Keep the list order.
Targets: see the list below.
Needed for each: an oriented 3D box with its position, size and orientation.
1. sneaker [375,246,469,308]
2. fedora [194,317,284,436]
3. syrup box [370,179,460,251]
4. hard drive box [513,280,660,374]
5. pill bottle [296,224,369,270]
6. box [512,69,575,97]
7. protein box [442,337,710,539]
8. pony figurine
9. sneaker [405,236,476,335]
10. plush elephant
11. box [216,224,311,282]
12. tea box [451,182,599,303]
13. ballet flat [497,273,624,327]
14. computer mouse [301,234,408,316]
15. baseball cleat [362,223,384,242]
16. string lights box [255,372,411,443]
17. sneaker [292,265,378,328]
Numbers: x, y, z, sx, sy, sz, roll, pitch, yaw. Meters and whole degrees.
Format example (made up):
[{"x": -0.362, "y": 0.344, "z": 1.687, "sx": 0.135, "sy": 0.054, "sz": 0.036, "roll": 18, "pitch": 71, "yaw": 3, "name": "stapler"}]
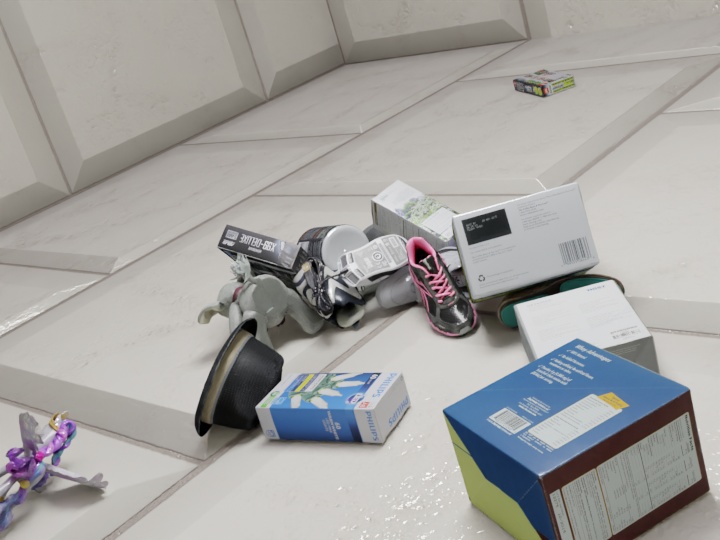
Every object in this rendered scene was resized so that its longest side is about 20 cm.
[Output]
[{"x": 0.130, "y": 0.017, "z": 1.707, "sx": 0.200, "sy": 0.075, "sz": 0.115, "roll": -24, "pitch": 19, "yaw": -24, "name": "sneaker"}, {"x": -0.175, "y": 0.176, "z": 1.483, "sx": 0.092, "sy": 0.201, "sz": 0.201, "roll": 21, "pitch": 29, "yaw": 6, "name": "fedora"}, {"x": 0.119, "y": -0.089, "z": 1.865, "sx": 0.200, "sy": 0.081, "sz": 0.079, "roll": 32, "pitch": 56, "yaw": 33, "name": "syrup box"}, {"x": 0.312, "y": 0.100, "z": 1.352, "sx": 0.156, "sy": 0.077, "sz": 0.200, "roll": -15, "pitch": 21, "yaw": 6, "name": "hard drive box"}, {"x": -0.065, "y": -0.037, "z": 1.931, "sx": 0.106, "sy": 0.106, "sz": 0.200, "roll": -26, "pitch": 11, "yaw": -21, "name": "pill bottle"}, {"x": 0.552, "y": -0.567, "z": 2.906, "sx": 0.110, "sy": 0.035, "sz": 0.200, "roll": -21, "pitch": 21, "yaw": -9, "name": "box"}, {"x": 0.238, "y": 0.199, "z": 1.078, "sx": 0.200, "sy": 0.135, "sz": 0.199, "roll": -25, "pitch": 22, "yaw": -19, "name": "protein box"}, {"x": -0.491, "y": 0.292, "z": 1.433, "sx": 0.200, "sy": 0.167, "sz": 0.193, "roll": -45, "pitch": 23, "yaw": -23, "name": "pony figurine"}, {"x": 0.125, "y": 0.021, "z": 1.599, "sx": 0.079, "sy": 0.095, "sz": 0.200, "roll": -28, "pitch": 51, "yaw": -2, "name": "sneaker"}, {"x": -0.199, "y": 0.069, "z": 1.738, "sx": 0.165, "sy": 0.200, "sz": 0.155, "roll": -39, "pitch": 11, "yaw": -30, "name": "plush elephant"}, {"x": -0.156, "y": -0.012, "z": 1.807, "sx": 0.158, "sy": 0.200, "sz": 0.050, "roll": 17, "pitch": 77, "yaw": 20, "name": "box"}, {"x": 0.257, "y": -0.038, "z": 1.539, "sx": 0.200, "sy": 0.134, "sz": 0.197, "roll": -15, "pitch": -6, "yaw": 5, "name": "tea box"}, {"x": 0.314, "y": 0.040, "z": 1.524, "sx": 0.200, "sy": 0.068, "sz": 0.067, "roll": -11, "pitch": 14, "yaw": 12, "name": "ballet flat"}, {"x": 0.000, "y": 0.000, "z": 1.687, "sx": 0.200, "sy": 0.044, "sz": 0.110, "roll": -21, "pitch": 62, "yaw": -15, "name": "computer mouse"}, {"x": 0.078, "y": -0.062, "z": 1.955, "sx": 0.200, "sy": 0.070, "sz": 0.106, "roll": -7, "pitch": 23, "yaw": 27, "name": "baseball cleat"}, {"x": -0.039, "y": 0.198, "z": 1.404, "sx": 0.200, "sy": 0.059, "sz": 0.103, "roll": -5, "pitch": 23, "yaw": 30, "name": "string lights box"}, {"x": -0.018, "y": 0.054, "z": 1.747, "sx": 0.079, "sy": 0.130, "sz": 0.199, "roll": -46, "pitch": -32, "yaw": 24, "name": "sneaker"}]
